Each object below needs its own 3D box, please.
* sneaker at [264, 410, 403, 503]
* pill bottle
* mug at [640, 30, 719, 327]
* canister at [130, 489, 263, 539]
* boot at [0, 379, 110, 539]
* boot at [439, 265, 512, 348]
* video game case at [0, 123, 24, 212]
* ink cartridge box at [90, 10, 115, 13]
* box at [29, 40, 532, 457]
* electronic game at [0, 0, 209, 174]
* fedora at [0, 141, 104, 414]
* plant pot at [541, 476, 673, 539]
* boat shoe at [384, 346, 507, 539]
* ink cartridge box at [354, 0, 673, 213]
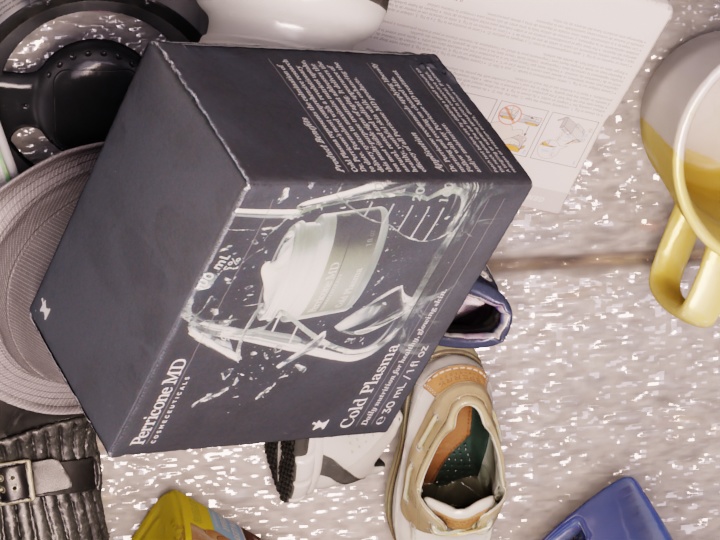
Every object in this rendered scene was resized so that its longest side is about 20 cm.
[{"bbox_3d":[-0.010,0.073,1.399,0.080,0.074,0.200,-9,145,-18],"label":"sneaker"},{"bbox_3d":[-0.035,-0.198,1.259,0.116,0.116,0.200,11,89,-13],"label":"pill bottle"},{"bbox_3d":[0.235,-0.078,1.389,0.186,0.153,0.149,-37,108,1],"label":"mug"},{"bbox_3d":[-0.056,0.236,1.421,0.200,0.149,0.087,32,97,-15],"label":"canister"},{"bbox_3d":[-0.262,0.120,1.386,0.211,0.079,0.158,2,104,-12],"label":"boot"},{"bbox_3d":[0.000,0.000,1.398,0.200,0.090,0.073,10,102,-13],"label":"boot"},{"bbox_3d":[-0.308,-0.078,1.292,0.182,0.022,0.200,-19,108,-7],"label":"video game case"},{"bbox_3d":[-0.173,-0.209,1.342,0.200,0.037,0.095,2,104,-9],"label":"ink cartridge box"},{"bbox_3d":[-0.047,-0.012,1.193,0.196,0.124,0.200,-1,133,-37],"label":"box"},{"bbox_3d":[-0.165,-0.107,1.352,0.200,0.042,0.200,-4,120,-7],"label":"electronic game"},{"bbox_3d":[-0.143,0.015,1.313,0.200,0.090,0.177,-19,118,-25],"label":"fedora"},{"bbox_3d":[0.171,0.291,1.442,0.180,0.200,0.200,-30,121,5],"label":"plant pot"},{"bbox_3d":[0.058,0.146,1.441,0.075,0.068,0.200,-10,122,-8],"label":"boat shoe"},{"bbox_3d":[0.073,-0.132,1.389,0.200,0.045,0.176,11,130,-20],"label":"ink cartridge box"}]
